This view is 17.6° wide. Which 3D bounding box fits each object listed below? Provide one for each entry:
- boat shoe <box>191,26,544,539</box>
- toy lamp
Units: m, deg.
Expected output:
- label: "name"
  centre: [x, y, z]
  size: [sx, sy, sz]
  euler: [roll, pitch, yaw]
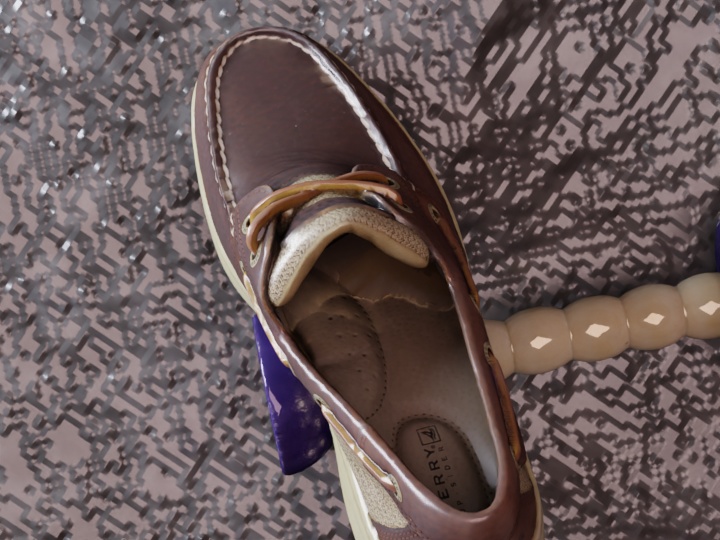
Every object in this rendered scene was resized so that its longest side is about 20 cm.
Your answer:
- label: "boat shoe"
  centre: [0.000, 0.000, 0.668]
  size: [0.072, 0.072, 0.201]
  euler: [-17, 61, -6]
- label: "toy lamp"
  centre: [0.068, 0.020, 0.726]
  size: [0.199, 0.058, 0.058]
  euler: [-10, 96, -2]
